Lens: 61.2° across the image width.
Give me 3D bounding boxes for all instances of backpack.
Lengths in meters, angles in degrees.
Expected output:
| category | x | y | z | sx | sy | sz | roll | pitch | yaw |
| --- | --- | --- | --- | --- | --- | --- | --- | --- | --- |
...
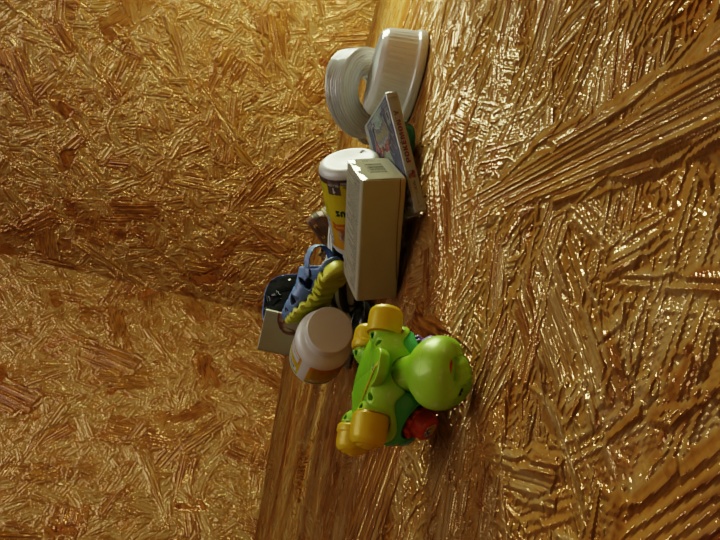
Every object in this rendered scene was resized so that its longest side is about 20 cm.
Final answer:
| category | x | y | z | sx | sy | sz | roll | pitch | yaw |
| --- | --- | --- | --- | --- | --- | --- | --- | --- | --- |
| backpack | -0.133 | 0.106 | 1.484 | 0.148 | 0.196 | 0.185 | 82 | -170 | -51 |

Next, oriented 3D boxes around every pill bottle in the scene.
| category | x | y | z | sx | sy | sz | roll | pitch | yaw |
| --- | --- | --- | --- | --- | --- | --- | --- | --- | --- |
| pill bottle | -0.071 | 0.139 | 1.136 | 0.200 | 0.109 | 0.113 | 117 | 164 | -65 |
| pill bottle | -0.006 | -0.102 | 1.070 | 0.110 | 0.107 | 0.203 | -90 | -8 | -58 |

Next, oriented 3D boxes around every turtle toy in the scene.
| category | x | y | z | sx | sy | sz | roll | pitch | yaw |
| --- | --- | --- | --- | --- | --- | --- | --- | --- | --- |
| turtle toy | 0.044 | 0.116 | 0.624 | 0.200 | 0.099 | 0.148 | 123 | 159 | -66 |

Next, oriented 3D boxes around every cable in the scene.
| category | x | y | z | sx | sy | sz | roll | pitch | yaw |
| --- | --- | --- | --- | --- | --- | --- | --- | --- | --- |
| cable | 0.005 | -0.404 | 1.386 | 0.069 | 0.198 | 0.204 | 9 | 87 | 44 |

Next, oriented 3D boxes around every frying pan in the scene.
| category | x | y | z | sx | sy | sz | roll | pitch | yaw |
| --- | --- | --- | --- | --- | --- | --- | --- | --- | --- |
| frying pan | 0.004 | 0.109 | 1.131 | 0.190 | 0.030 | 0.117 | -177 | 99 | -78 |

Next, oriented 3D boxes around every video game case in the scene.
| category | x | y | z | sx | sy | sz | roll | pitch | yaw |
| --- | --- | --- | --- | --- | --- | --- | --- | --- | --- |
| video game case | 0.052 | -0.175 | 1.002 | 0.200 | 0.023 | 0.185 | 172 | 83 | -81 |

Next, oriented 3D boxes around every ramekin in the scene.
| category | x | y | z | sx | sy | sz | roll | pitch | yaw |
| --- | --- | --- | --- | --- | --- | --- | --- | --- | --- |
| ramekin | 0.069 | -0.409 | 1.275 | 0.202 | 0.093 | 0.206 | -166 | 90 | -81 |

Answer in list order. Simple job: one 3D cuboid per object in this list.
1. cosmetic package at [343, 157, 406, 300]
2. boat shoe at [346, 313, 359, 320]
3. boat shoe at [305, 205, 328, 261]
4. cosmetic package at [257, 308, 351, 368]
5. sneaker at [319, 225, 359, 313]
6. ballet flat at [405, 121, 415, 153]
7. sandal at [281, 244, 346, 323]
| category | x | y | z | sx | sy | sz | roll | pitch | yaw |
| --- | --- | --- | --- | --- | --- | --- | --- | --- | --- |
| cosmetic package | 0.019 | -0.066 | 0.971 | 0.104 | 0.072 | 0.203 | -117 | 25 | -58 |
| boat shoe | 0.000 | 0.000 | 1.226 | 0.065 | 0.070 | 0.204 | -118 | 31 | -70 |
| boat shoe | -0.066 | -0.045 | 1.411 | 0.203 | 0.067 | 0.072 | 67 | 169 | -15 |
| cosmetic package | -0.116 | 0.145 | 1.302 | 0.103 | 0.196 | 0.089 | 159 | 123 | -79 |
| sneaker | -0.062 | -0.020 | 1.184 | 0.114 | 0.075 | 0.205 | -2 | 89 | 45 |
| ballet flat | 0.064 | -0.195 | 1.137 | 0.200 | 0.066 | 0.072 | 121 | 136 | -65 |
| sandal | -0.090 | 0.025 | 1.130 | 0.200 | 0.079 | 0.088 | -49 | 60 | 35 |
